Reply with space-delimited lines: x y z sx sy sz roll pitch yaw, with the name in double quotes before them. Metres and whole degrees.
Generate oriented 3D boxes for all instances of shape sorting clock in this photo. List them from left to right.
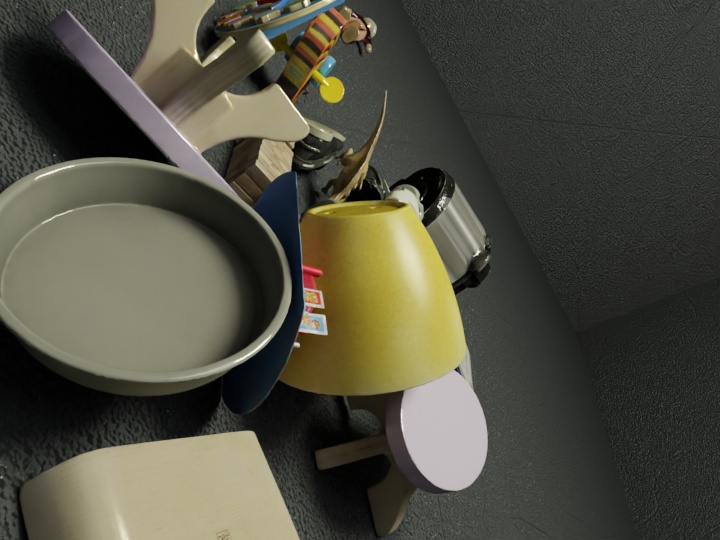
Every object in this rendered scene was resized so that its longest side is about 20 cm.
"shape sorting clock" -0.102 -0.352 0.775 0.202 0.196 0.040 -85 155 -52

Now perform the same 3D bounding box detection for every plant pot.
"plant pot" 0.001 0.011 0.569 0.200 0.196 0.145 -39 127 -67

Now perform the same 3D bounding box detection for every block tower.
"block tower" -0.117 -0.149 0.715 0.058 0.053 0.202 46 28 -36

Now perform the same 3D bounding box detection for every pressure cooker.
"pressure cooker" 0.126 -0.048 0.998 0.201 0.177 0.177 51 23 -29

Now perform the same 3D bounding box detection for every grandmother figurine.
"grandmother figurine" -0.002 -0.592 1.440 0.123 0.060 0.200 68 23 -16

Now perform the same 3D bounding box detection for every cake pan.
"cake pan" -0.145 0.000 0.397 0.197 0.037 0.202 18 40 -15

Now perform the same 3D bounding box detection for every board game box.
"board game box" -0.071 0.022 0.501 0.038 0.158 0.203 15 47 -28

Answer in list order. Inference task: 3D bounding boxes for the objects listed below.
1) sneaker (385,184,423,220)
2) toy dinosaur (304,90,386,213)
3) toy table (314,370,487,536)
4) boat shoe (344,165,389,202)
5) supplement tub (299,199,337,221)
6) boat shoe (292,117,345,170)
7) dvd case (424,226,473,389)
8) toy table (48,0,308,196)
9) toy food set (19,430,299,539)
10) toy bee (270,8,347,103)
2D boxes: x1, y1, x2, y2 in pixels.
"sneaker" 0.059 -0.018 0.860 0.088 0.073 0.204 -34 116 -67
"toy dinosaur" -0.007 -0.146 0.832 0.058 0.202 0.101 34 -5 -12
"toy table" 0.049 0.183 0.643 0.199 0.116 0.187 28 48 -51
"boat shoe" 0.005 -0.112 0.919 0.067 0.073 0.202 72 20 -46
"supplement tub" 0.000 0.000 0.755 0.200 0.106 0.108 46 28 -39
"boat shoe" -0.068 -0.185 0.870 0.071 0.069 0.200 24 14 0
"dvd case" 0.105 0.054 0.766 0.150 0.024 0.203 -58 130 -73
"toy table" -0.143 -0.160 0.506 0.201 0.117 0.184 51 -6 -39
"toy food set" -0.110 0.191 0.388 0.145 0.060 0.199 61 18 22
"toy bee" -0.083 -0.275 0.840 0.110 0.129 0.201 -56 169 -25
